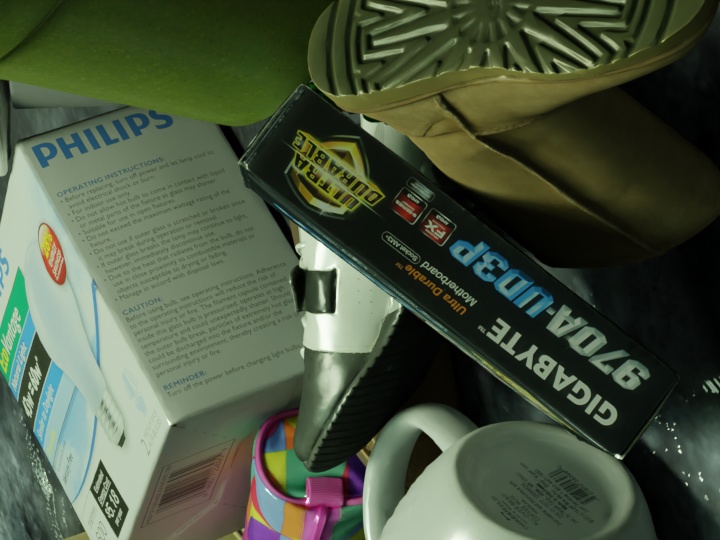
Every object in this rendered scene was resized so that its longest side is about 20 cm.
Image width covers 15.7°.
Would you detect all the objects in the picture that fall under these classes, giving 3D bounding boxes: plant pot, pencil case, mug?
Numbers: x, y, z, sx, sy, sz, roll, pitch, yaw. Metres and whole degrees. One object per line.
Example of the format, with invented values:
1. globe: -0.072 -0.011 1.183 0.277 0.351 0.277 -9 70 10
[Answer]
1. plant pot: -0.106 -0.147 1.102 0.200 0.189 0.201 -27 53 43
2. pencil case: -0.033 0.170 1.496 0.088 0.088 0.201 50 146 36
3. mug: 0.057 0.150 1.249 0.200 0.147 0.176 53 141 42

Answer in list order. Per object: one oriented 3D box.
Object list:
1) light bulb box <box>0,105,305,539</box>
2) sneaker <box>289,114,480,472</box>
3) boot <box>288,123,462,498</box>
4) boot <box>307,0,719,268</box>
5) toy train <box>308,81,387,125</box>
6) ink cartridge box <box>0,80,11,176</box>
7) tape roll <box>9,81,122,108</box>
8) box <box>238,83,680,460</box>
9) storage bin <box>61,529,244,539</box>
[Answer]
1. light bulb box: -0.121 0.037 1.535 0.200 0.124 0.199 58 150 23
2. sneaker: 0.000 0.000 1.276 0.088 0.074 0.201 31 109 24
3. boot: 0.019 0.022 1.329 0.075 0.073 0.201 -15 91 51
4. boot: 0.097 -0.065 1.034 0.174 0.200 0.066 -5 67 32
5. toy train: -0.003 -0.098 1.163 0.200 0.056 0.042 22 131 57
6. ink cartridge box: -0.237 -0.161 1.435 0.200 0.084 0.147 99 169 -62
7. tape roll: -0.165 -0.191 1.453 0.200 0.066 0.201 179 90 -85
8. box: 0.039 0.001 1.129 0.200 0.046 0.159 38 178 -1
9. storage bin: -0.134 0.251 1.610 0.199 0.199 0.094 47 142 40
